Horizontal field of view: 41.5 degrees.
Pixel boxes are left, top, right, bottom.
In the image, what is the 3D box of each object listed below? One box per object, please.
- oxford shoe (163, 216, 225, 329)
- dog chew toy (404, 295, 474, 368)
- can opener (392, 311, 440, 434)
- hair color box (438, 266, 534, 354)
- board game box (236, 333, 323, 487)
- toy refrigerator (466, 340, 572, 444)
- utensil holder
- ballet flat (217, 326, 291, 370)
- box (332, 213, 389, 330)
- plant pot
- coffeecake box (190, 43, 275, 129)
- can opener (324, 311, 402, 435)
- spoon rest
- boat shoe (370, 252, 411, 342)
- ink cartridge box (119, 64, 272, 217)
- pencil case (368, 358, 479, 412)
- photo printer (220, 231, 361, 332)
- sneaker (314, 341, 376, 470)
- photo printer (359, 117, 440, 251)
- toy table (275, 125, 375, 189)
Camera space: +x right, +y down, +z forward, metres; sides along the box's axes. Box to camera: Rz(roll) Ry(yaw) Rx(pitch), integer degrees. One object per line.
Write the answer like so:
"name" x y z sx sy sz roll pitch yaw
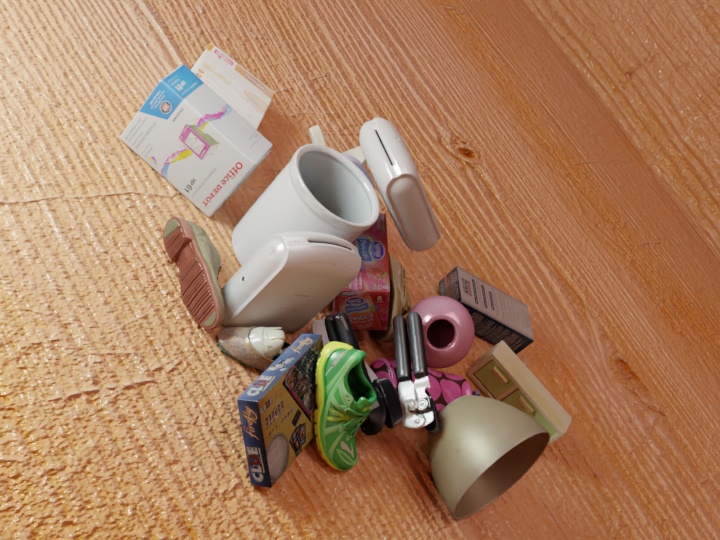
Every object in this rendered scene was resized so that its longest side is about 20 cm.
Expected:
"oxford shoe" -0.234 0.002 1.443 0.074 0.071 0.200 9 49 -46
"dog chew toy" 0.131 0.104 1.674 0.125 0.125 0.200 45 0 -2
"can opener" 0.085 0.164 1.518 0.066 0.052 0.201 50 29 -58
"hair color box" 0.253 0.082 1.911 0.200 0.061 0.100 28 37 -27
"board game box" -0.103 0.193 1.349 0.200 0.034 0.136 -43 132 -57
"toy refrigerator" 0.297 0.238 1.786 0.200 0.076 0.070 49 33 2
"utensil holder" -0.095 -0.081 1.565 0.170 0.200 0.170 29 38 -26
"ballet flat" -0.119 0.123 1.446 0.200 0.067 0.068 27 37 -27
"box" 0.000 0.000 1.649 0.095 0.100 0.200 1 44 -2
"plant pot" 0.184 0.280 1.527 0.200 0.201 0.135 -4 43 -50
"coffeecake box" -0.256 -0.303 1.731 0.153 0.073 0.200 36 35 -16
"can opener" -0.007 0.159 1.461 0.079 0.063 0.201 -26 89 -48
"spoon rest" -0.015 0.161 1.524 0.200 0.061 0.099 59 24 14
"boat shoe" 0.059 0.052 1.714 0.066 0.074 0.200 32 41 -28
"ink cartridge box" -0.267 -0.210 1.555 0.200 0.145 0.085 41 34 -9
"pencil case" 0.100 0.206 1.592 0.199 0.091 0.094 15 54 -36
"photo printer" -0.105 0.015 1.454 0.166 0.200 0.070 8 49 -45
"sneaker" -0.020 0.205 1.391 0.074 0.083 0.201 -34 125 -61
"photo printer" 0.064 -0.151 1.614 0.200 0.069 0.167 62 4 -49
"toy table" -0.053 -0.158 1.737 0.183 0.200 0.117 -12 47 -16
